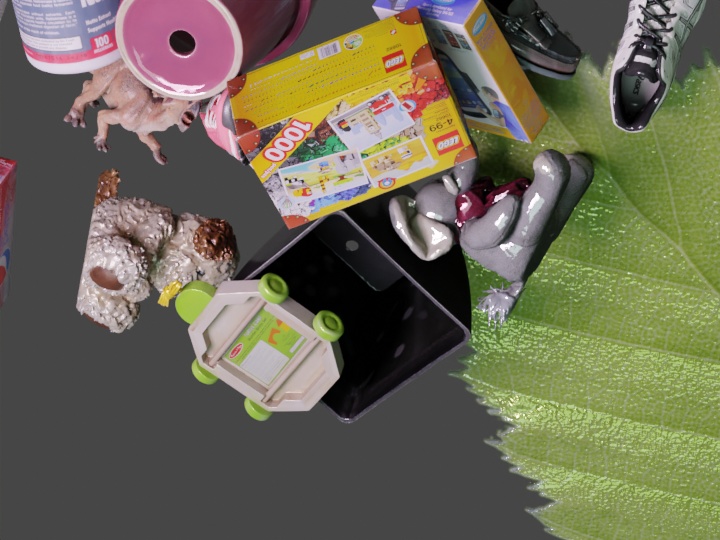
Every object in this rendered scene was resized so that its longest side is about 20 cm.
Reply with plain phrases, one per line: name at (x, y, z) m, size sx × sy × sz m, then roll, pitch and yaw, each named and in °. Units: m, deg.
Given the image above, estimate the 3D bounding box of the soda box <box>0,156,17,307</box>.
soda box at (-0.441, -0.037, 2.006) m, size 0.063 × 0.070 × 0.201 m, roll 16°, pitch 128°, yaw 4°

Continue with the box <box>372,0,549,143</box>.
box at (0.094, -0.208, 1.679) m, size 0.118 × 0.042 × 0.200 m, roll 19°, pitch 158°, yaw 41°

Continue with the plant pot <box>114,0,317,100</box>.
plant pot at (-0.150, -0.265, 1.688) m, size 0.198 × 0.180 × 0.202 m, roll 7°, pitch 126°, yaw 10°

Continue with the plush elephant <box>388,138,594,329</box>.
plush elephant at (0.123, -0.064, 1.765) m, size 0.154 × 0.164 × 0.201 m, roll 31°, pitch 108°, yaw 15°

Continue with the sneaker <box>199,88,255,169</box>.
sneaker at (-0.133, -0.150, 1.783) m, size 0.086 × 0.074 × 0.200 m, roll 25°, pitch 173°, yaw 11°

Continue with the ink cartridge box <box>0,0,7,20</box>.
ink cartridge box at (-0.458, -0.253, 1.819) m, size 0.128 × 0.126 × 0.201 m, roll 26°, pitch 128°, yaw -4°

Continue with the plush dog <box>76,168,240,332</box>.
plush dog at (-0.219, -0.022, 1.934) m, size 0.170 × 0.162 × 0.200 m, roll 10°, pitch 157°, yaw -9°

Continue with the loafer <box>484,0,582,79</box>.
loafer at (0.134, -0.257, 1.685) m, size 0.199 × 0.072 × 0.063 m, roll 29°, pitch 122°, yaw -4°

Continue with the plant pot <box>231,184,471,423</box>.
plant pot at (0.000, 0.000, 1.840) m, size 0.199 × 0.178 × 0.199 m, roll 42°, pitch 126°, yaw -16°

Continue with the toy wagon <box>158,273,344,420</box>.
toy wagon at (-0.114, 0.065, 1.784) m, size 0.199 × 0.040 × 0.155 m, roll 35°, pitch 127°, yaw -9°

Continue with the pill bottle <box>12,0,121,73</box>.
pill bottle at (-0.298, -0.311, 1.734) m, size 0.118 × 0.120 × 0.202 m, roll 2°, pitch 126°, yaw 15°

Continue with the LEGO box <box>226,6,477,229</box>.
LEGO box at (-0.008, -0.142, 1.649) m, size 0.198 × 0.078 × 0.149 m, roll -21°, pitch 141°, yaw 8°

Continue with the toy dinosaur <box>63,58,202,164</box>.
toy dinosaur at (-0.238, -0.198, 1.825) m, size 0.200 × 0.086 × 0.136 m, roll 41°, pitch 117°, yaw 14°

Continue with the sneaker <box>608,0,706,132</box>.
sneaker at (0.283, -0.222, 1.654) m, size 0.075 × 0.088 × 0.202 m, roll 12°, pitch 126°, yaw 9°
